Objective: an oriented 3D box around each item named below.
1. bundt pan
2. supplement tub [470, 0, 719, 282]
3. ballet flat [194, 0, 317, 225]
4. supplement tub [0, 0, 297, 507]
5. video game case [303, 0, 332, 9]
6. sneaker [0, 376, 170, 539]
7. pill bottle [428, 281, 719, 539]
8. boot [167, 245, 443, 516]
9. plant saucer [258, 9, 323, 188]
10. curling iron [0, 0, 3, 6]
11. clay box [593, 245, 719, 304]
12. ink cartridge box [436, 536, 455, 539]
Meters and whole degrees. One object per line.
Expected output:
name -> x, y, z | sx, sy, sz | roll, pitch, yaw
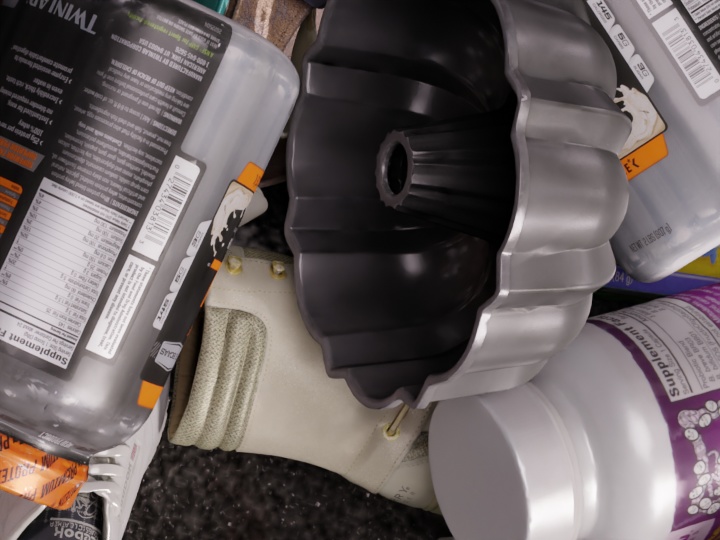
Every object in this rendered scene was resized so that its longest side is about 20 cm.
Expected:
bundt pan -> 0.046, -0.041, 1.189 | 0.076, 0.202, 0.203 | 2, 84, -28
supplement tub -> 0.119, -0.106, 1.271 | 0.122, 0.123, 0.200 | -33, 89, -16
ballet flat -> -0.063, -0.061, 1.260 | 0.067, 0.068, 0.200 | 29, 80, -27
supplement tub -> -0.116, -0.016, 1.129 | 0.122, 0.123, 0.200 | 26, 89, -11
video game case -> -0.082, -0.217, 1.233 | 0.200, 0.019, 0.143 | 27, 56, -29
sneaker -> -0.123, 0.084, 1.254 | 0.076, 0.080, 0.201 | 15, 79, -11
pill bottle -> 0.135, 0.069, 1.260 | 0.200, 0.112, 0.113 | -15, 88, -26
boot -> 0.000, 0.000, 1.302 | 0.154, 0.072, 0.201 | 15, 81, -11
plant saucer -> -0.072, -0.134, 1.314 | 0.200, 0.034, 0.201 | 2, 83, -16
curling iron -> -0.128, -0.070, 1.209 | 0.049, 0.026, 0.201 | -21, 84, 20
clay box -> 0.154, -0.083, 1.362 | 0.115, 0.048, 0.201 | 7, 83, -14
ink cartridge box -> 0.008, 0.227, 1.281 | 0.200, 0.067, 0.116 | -41, 96, -15
